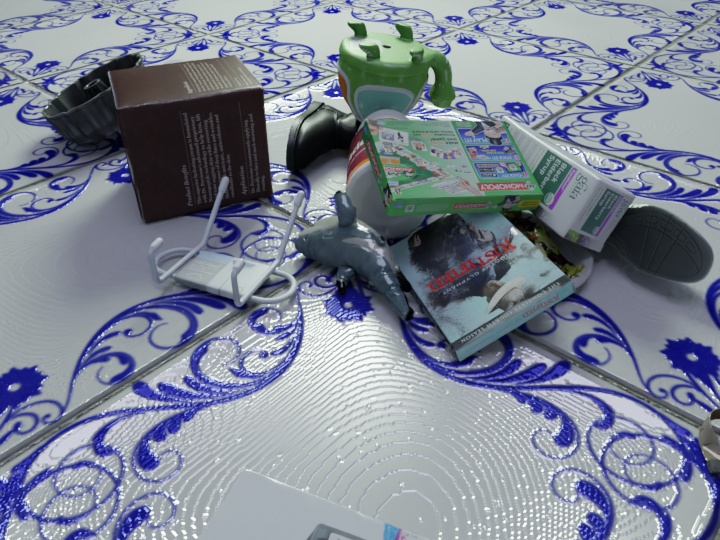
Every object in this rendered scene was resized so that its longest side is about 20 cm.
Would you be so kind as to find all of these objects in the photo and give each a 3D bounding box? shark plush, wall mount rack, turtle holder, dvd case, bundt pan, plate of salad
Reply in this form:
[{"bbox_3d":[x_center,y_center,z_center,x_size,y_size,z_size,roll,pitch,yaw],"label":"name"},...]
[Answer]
[{"bbox_3d":[0.000,0.000,0.754,0.083,0.091,0.200,-37,62,-10],"label":"shark plush"},{"bbox_3d":[-0.156,-0.036,0.765,0.195,0.076,0.175,13,37,17],"label":"wall mount rack"},{"bbox_3d":[0.050,-0.308,0.995,0.182,0.134,0.141,-16,45,-29],"label":"turtle holder"},{"bbox_3d":[0.127,-0.002,0.717,0.144,0.022,0.201,-29,40,-1],"label":"dvd case"},{"bbox_3d":[-0.448,-0.292,1.097,0.197,0.077,0.204,-18,37,14],"label":"bundt pan"},{"bbox_3d":[0.190,-0.034,0.782,0.194,0.049,0.202,0,35,0],"label":"plate of salad"}]

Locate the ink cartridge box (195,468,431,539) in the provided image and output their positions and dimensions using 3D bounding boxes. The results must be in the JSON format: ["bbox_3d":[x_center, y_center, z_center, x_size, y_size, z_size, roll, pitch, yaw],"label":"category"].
[{"bbox_3d":[0.006,0.216,0.341,0.195,0.151,0.086,12,34,19],"label":"ink cartridge box"}]

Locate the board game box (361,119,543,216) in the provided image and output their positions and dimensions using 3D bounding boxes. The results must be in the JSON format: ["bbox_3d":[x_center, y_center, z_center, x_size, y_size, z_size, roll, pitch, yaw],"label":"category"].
[{"bbox_3d":[0.110,-0.129,0.766,0.194,0.029,0.137,-3,54,-18],"label":"board game box"}]

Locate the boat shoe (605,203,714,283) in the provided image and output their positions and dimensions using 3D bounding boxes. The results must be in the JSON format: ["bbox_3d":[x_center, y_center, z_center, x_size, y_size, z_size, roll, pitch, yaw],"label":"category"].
[{"bbox_3d":[0.345,-0.044,0.776,0.064,0.076,0.201,9,16,-37],"label":"boat shoe"}]

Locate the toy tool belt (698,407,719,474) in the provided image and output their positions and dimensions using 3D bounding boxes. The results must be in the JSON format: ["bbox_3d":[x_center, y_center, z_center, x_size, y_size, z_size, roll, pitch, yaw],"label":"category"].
[{"bbox_3d":[0.337,0.146,0.458,0.121,0.126,0.202,4,35,6],"label":"toy tool belt"}]

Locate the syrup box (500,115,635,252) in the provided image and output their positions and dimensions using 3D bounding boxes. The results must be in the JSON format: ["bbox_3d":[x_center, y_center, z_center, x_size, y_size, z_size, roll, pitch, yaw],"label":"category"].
[{"bbox_3d":[0.244,-0.115,0.808,0.080,0.080,0.201,14,26,-33],"label":"syrup box"}]

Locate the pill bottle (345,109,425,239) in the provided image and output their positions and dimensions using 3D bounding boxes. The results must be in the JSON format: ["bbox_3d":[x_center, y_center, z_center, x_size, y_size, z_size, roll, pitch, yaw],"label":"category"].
[{"bbox_3d":[0.037,-0.143,0.880,0.111,0.117,0.202,1,34,2],"label":"pill bottle"}]

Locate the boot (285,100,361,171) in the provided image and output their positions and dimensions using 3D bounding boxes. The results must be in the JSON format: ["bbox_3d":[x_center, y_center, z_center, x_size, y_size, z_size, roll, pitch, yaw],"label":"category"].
[{"bbox_3d":[-0.023,-0.215,1.030,0.158,0.075,0.200,12,38,8],"label":"boot"}]

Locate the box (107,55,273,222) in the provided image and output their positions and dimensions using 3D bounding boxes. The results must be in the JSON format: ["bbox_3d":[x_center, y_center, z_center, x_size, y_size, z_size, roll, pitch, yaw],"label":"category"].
[{"bbox_3d":[-0.245,-0.199,0.917,0.195,0.170,0.165,-13,37,-19],"label":"box"}]

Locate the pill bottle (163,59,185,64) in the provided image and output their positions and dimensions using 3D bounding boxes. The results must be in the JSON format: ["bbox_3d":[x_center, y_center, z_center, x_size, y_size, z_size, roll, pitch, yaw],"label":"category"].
[{"bbox_3d":[-0.306,-0.299,1.111,0.107,0.112,0.201,-14,37,-19],"label":"pill bottle"}]
